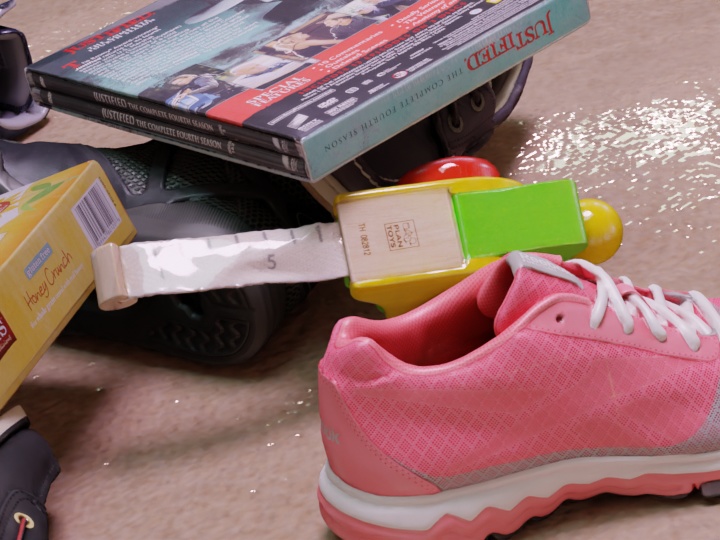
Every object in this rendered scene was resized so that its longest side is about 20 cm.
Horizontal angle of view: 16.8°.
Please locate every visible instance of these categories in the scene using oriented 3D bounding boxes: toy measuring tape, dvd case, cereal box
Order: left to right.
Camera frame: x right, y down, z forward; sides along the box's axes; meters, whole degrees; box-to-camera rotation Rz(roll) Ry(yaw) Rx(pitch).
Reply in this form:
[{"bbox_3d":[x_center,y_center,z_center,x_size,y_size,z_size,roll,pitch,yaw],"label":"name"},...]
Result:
[{"bbox_3d":[-0.194,0.032,0.906,0.199,0.040,0.144,-19,21,27],"label":"cereal box"},{"bbox_3d":[-0.025,-0.090,0.973,0.146,0.022,0.199,-32,30,-29],"label":"dvd case"},{"bbox_3d":[0.000,0.000,0.909,0.199,0.074,0.074,-8,26,-8],"label":"toy measuring tape"}]

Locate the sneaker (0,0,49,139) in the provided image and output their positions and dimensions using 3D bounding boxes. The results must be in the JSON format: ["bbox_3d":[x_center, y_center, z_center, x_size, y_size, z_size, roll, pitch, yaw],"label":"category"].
[{"bbox_3d":[-0.209,-0.117,1.220,0.108,0.070,0.200,-13,33,8],"label":"sneaker"}]

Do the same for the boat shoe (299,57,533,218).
[{"bbox_3d":[0.023,-0.073,1.007,0.065,0.072,0.200,-39,-1,24],"label":"boat shoe"}]

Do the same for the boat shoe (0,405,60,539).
[{"bbox_3d":[-0.133,0.104,0.785,0.074,0.063,0.201,-49,6,17],"label":"boat shoe"}]

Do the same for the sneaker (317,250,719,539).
[{"bbox_3d":[0.078,0.031,0.811,0.199,0.087,0.074,-16,28,-10],"label":"sneaker"}]

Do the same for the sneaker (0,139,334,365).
[{"bbox_3d":[-0.093,-0.026,1.002,0.198,0.077,0.114,11,32,31],"label":"sneaker"}]
